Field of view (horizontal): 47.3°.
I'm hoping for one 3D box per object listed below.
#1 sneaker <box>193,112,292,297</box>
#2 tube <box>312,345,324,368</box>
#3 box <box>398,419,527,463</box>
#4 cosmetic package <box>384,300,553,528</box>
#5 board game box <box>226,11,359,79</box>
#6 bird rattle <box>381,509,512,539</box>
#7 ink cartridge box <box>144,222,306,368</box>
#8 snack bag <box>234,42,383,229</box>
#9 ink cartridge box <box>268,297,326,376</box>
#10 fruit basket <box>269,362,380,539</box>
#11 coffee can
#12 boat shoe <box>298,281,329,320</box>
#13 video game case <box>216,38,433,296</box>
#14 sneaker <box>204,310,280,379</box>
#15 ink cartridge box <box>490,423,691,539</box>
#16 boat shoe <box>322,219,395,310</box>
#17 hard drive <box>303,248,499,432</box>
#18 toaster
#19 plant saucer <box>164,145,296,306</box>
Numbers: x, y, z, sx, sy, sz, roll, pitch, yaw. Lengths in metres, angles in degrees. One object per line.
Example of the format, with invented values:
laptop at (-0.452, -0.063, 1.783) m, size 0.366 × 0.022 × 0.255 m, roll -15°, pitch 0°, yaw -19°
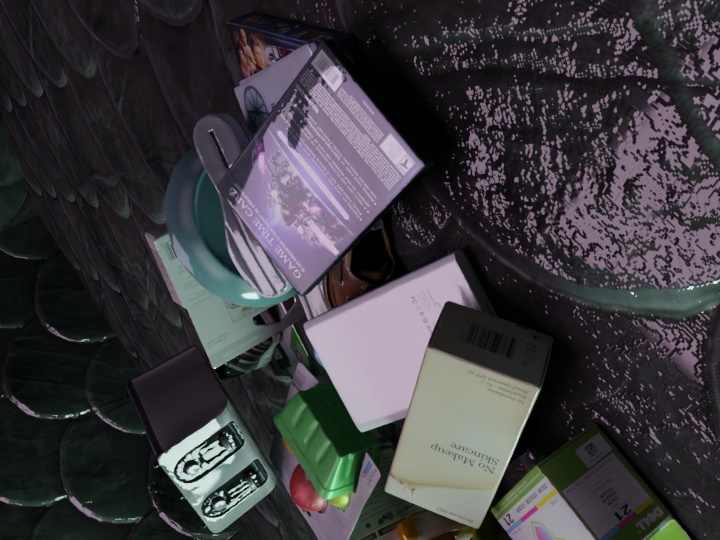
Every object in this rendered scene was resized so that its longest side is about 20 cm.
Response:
sneaker at (-0.107, -0.071, 0.860) m, size 0.073 × 0.071 × 0.200 m, roll -19°, pitch 89°, yaw 23°
tube at (0.034, 0.058, 0.862) m, size 0.200 × 0.050 × 0.078 m, roll -23°, pitch 102°, yaw 40°
box at (0.089, 0.144, 0.917) m, size 0.137 × 0.039 × 0.200 m, roll 63°, pitch 156°, yaw -4°
cosmetic package at (0.095, 0.136, 0.758) m, size 0.103 × 0.073 × 0.200 m, roll 19°, pitch 128°, yaw 10°
board game box at (-0.063, -0.188, 0.857) m, size 0.200 × 0.035 × 0.136 m, roll 31°, pitch 142°, yaw 49°
bird rattle at (0.091, 0.305, 0.966) m, size 0.200 × 0.163 × 0.113 m, roll -58°, pitch 45°, yaw 54°
ink cartridge box at (-0.132, -0.007, 0.990) m, size 0.045 × 0.200 × 0.176 m, roll 20°, pitch 134°, yaw 57°
snack bag at (-0.056, -0.122, 0.824) m, size 0.200 × 0.021 × 0.189 m, roll -6°, pitch 106°, yaw 61°
ink cartridge box at (-0.089, 0.066, 1.134) m, size 0.147 × 0.083 × 0.200 m, roll 63°, pitch 157°, yaw -4°
fruit basket at (-0.048, 0.243, 1.034) m, size 0.185 × 0.094 × 0.200 m, roll 50°, pitch 142°, yaw 35°
coffee can at (0.018, 0.351, 1.120) m, size 0.200 × 0.146 × 0.146 m, roll 63°, pitch 158°, yaw 20°
boat shoe at (-0.025, 0.082, 1.015) m, size 0.065 × 0.074 × 0.200 m, roll -10°, pitch 108°, yaw 25°
video game case at (-0.041, -0.087, 0.754) m, size 0.143 × 0.019 × 0.200 m, roll 52°, pitch 128°, yaw 9°
sneaker at (-0.164, 0.095, 1.101) m, size 0.074 × 0.087 × 0.200 m, roll 54°, pitch 156°, yaw 17°
ink cartridge box at (0.224, 0.257, 0.730) m, size 0.200 × 0.076 × 0.148 m, roll 52°, pitch 155°, yaw 21°
boat shoe at (0.000, 0.000, 0.895) m, size 0.068 × 0.072 × 0.200 m, roll 32°, pitch 143°, yaw 50°
hard drive at (0.048, 0.075, 0.820) m, size 0.200 × 0.025 × 0.132 m, roll -26°, pitch 93°, yaw 35°
toaster at (-0.217, 0.220, 1.109) m, size 0.200 × 0.119 × 0.181 m, roll 45°, pitch 161°, yaw 50°
plant saucer at (-0.118, -0.060, 0.914) m, size 0.027 × 0.200 × 0.200 m, roll -19°, pitch 100°, yaw 54°
